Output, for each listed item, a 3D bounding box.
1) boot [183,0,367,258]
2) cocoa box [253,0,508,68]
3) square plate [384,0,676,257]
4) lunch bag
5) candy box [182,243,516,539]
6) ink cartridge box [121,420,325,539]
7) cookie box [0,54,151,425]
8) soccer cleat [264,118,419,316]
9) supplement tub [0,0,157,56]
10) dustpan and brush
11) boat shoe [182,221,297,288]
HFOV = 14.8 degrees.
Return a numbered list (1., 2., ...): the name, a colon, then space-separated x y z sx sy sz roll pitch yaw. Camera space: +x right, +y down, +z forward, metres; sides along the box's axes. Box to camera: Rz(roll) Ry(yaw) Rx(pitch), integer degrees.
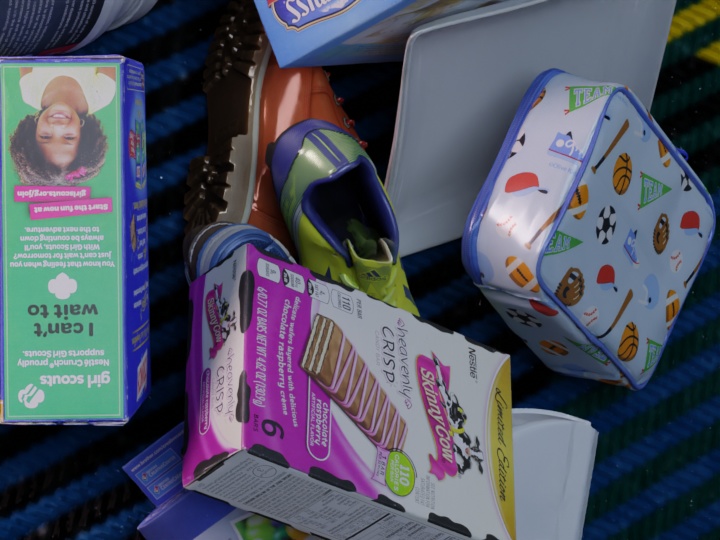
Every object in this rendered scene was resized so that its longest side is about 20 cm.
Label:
1. boot: -0.041 -0.101 1.725 0.107 0.075 0.200 15 77 -25
2. cocoa box: 0.031 -0.208 1.691 0.200 0.133 0.131 -10 77 -56
3. square plate: 0.099 -0.106 1.725 0.200 0.198 0.028 -19 52 -24
4. lunch bag: 0.147 -0.026 1.725 0.200 0.075 0.161 46 62 -52
5. candy box: -0.004 0.084 1.590 0.200 0.061 0.137 23 51 -33
6. ink cartridge box: -0.045 0.168 1.635 0.200 0.119 0.042 53 23 -1
7. cookie box: -0.161 -0.019 1.573 0.075 0.171 0.200 -1 92 0
8. soccer cleat: -0.001 0.000 1.667 0.065 0.084 0.200 -32 126 -15
9. supplement tub: -0.221 -0.186 1.606 0.200 0.140 0.141 -18 85 -44
10. dustpan and brush: 0.047 0.145 1.695 0.200 0.057 0.140 11 88 -41
11. boat shoe: -0.045 0.051 1.676 0.072 0.072 0.200 -33 117 -18
